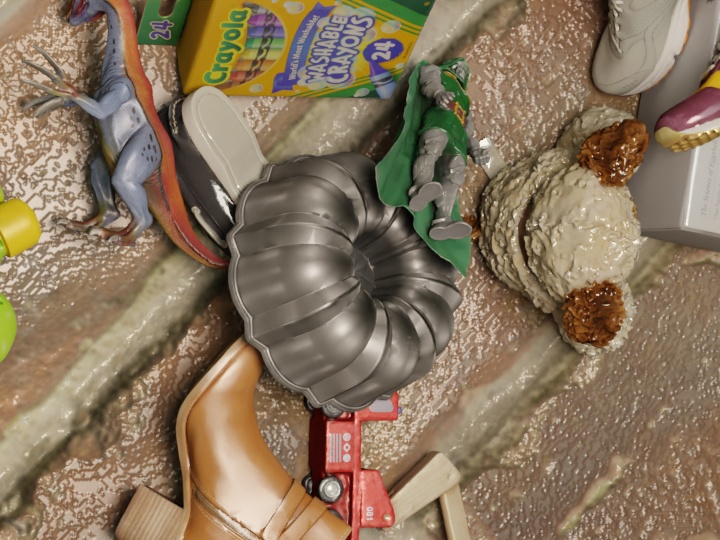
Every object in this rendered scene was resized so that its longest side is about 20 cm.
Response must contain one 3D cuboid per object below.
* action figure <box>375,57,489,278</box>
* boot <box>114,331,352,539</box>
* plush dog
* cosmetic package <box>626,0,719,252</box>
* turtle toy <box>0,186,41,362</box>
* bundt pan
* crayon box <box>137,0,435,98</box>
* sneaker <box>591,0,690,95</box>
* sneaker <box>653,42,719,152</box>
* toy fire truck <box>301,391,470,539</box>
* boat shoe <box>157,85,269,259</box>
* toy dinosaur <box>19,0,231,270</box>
[{"bbox_3d":[0.062,-0.101,1.583,0.055,0.200,0.118,-22,124,22],"label":"action figure"},{"bbox_3d":[-0.073,0.155,1.561,0.155,0.074,0.200,28,96,3],"label":"boot"},{"bbox_3d":[0.158,-0.032,1.603,0.160,0.172,0.200,3,90,-18],"label":"plush dog"},{"bbox_3d":[0.334,-0.111,1.689,0.200,0.123,0.200,12,86,-20],"label":"cosmetic package"},{"bbox_3d":[-0.307,-0.018,1.485,0.146,0.101,0.200,-29,100,-19],"label":"turtle toy"},{"bbox_3d":[0.000,0.000,1.556,0.202,0.076,0.202,18,63,-40],"label":"bundt pan"},{"bbox_3d":[-0.057,-0.185,1.554,0.200,0.126,0.052,0,58,-18],"label":"crayon box"},{"bbox_3d":[0.214,-0.216,1.624,0.092,0.200,0.076,-2,50,-28],"label":"sneaker"},{"bbox_3d":[0.290,-0.162,1.580,0.200,0.075,0.090,-28,90,-22],"label":"sneaker"},{"bbox_3d":[0.028,0.175,1.626,0.141,0.049,0.200,2,89,-19],"label":"toy fire truck"},{"bbox_3d":[-0.091,-0.042,1.581,0.200,0.060,0.074,57,39,-15],"label":"boat shoe"},{"bbox_3d":[-0.176,-0.113,1.535,0.200,0.105,0.182,15,91,-29],"label":"toy dinosaur"}]
